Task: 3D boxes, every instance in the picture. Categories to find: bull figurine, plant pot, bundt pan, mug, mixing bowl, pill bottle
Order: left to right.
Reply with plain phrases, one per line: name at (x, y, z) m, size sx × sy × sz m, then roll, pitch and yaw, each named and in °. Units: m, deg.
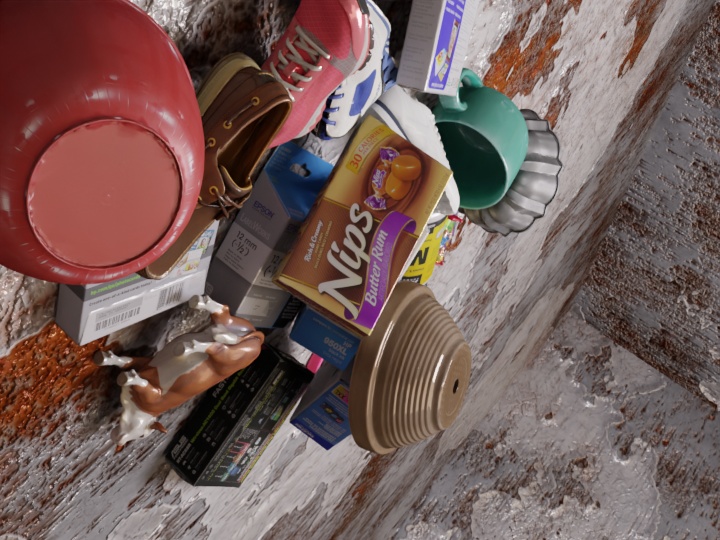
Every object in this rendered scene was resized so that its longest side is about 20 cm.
mixing bowl at (-0.176, -0.069, 0.481) m, size 0.197 × 0.108 × 0.204 m, roll -21°, pitch 129°, yaw -28°
bull figurine at (-0.195, 0.104, 0.774) m, size 0.198 × 0.066 × 0.122 m, roll -34°, pitch 150°, yaw 4°
pill bottle at (0.061, -0.043, 1.096) m, size 0.114 × 0.113 × 0.203 m, roll -38°, pitch 152°, yaw -36°
plant pot at (0.071, 0.122, 0.874) m, size 0.201 × 0.091 × 0.205 m, roll -41°, pitch 138°, yaw -51°
mug at (0.165, -0.191, 1.051) m, size 0.115 × 0.150 × 0.186 m, roll -54°, pitch 173°, yaw -33°
bundt pan at (0.212, -0.158, 1.171) m, size 0.075 × 0.202 × 0.205 m, roll 2°, pitch 121°, yaw -43°

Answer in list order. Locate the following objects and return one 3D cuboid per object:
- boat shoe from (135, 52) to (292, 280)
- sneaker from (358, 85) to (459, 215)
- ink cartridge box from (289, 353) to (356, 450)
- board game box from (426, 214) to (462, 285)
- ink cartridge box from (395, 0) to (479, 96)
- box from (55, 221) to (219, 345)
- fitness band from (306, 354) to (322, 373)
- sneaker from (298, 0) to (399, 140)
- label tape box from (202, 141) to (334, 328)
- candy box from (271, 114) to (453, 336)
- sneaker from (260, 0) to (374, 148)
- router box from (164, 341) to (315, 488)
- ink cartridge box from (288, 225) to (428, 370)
boat shoe at (-0.126, -0.076, 0.613) m, size 0.203 × 0.067 × 0.072 m, roll -58°, pitch 158°, yaw 3°
sneaker at (0.074, -0.154, 0.931) m, size 0.201 × 0.075 × 0.081 m, roll 51°, pitch 58°, yaw -32°
ink cartridge box at (-0.018, 0.154, 1.027) m, size 0.200 × 0.076 × 0.138 m, roll -43°, pitch -168°, yaw 49°
board game box at (0.147, -0.052, 1.363) m, size 0.158 × 0.039 × 0.202 m, roll -44°, pitch 156°, yaw -28°
ink cartridge box at (0.101, -0.304, 0.849) m, size 0.198 × 0.042 × 0.205 m, roll -33°, pitch 139°, yaw -70°
box at (-0.187, -0.047, 0.668) m, size 0.155 × 0.041 × 0.203 m, roll -27°, pitch 145°, yaw -51°
fitness band at (-0.020, 0.135, 1.275) m, size 0.199 × 0.037 × 0.146 m, roll -39°, pitch 152°, yaw -36°
sneaker at (-0.024, -0.197, 0.753) m, size 0.116 × 0.080 × 0.199 m, roll -57°, pitch 160°, yaw -4°
label tape box at (-0.087, -0.034, 0.864) m, size 0.202 × 0.066 × 0.143 m, roll -58°, pitch 159°, yaw 7°
candy box at (0.002, -0.047, 0.805) m, size 0.203 × 0.115 × 0.056 m, roll -61°, pitch -169°, yaw -11°
sneaker at (-0.054, -0.169, 0.661) m, size 0.087 × 0.074 × 0.200 m, roll -45°, pitch 177°, yaw -37°
router box at (-0.160, 0.198, 1.030) m, size 0.202 × 0.062 × 0.150 m, roll -55°, pitch 158°, yaw -5°
ink cartridge box at (0.000, 0.000, 0.937) m, size 0.202 × 0.083 × 0.145 m, roll -59°, pitch -174°, yaw 14°
